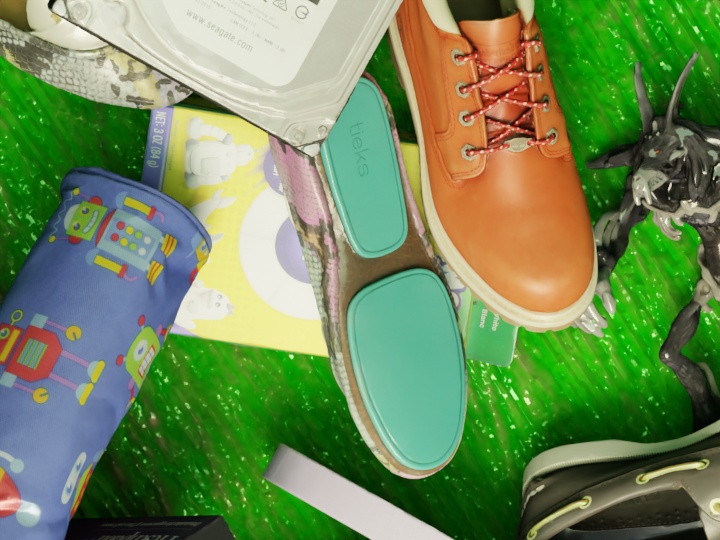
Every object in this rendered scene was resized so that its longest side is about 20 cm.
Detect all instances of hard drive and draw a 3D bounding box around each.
[{"bbox_3d":[-0.033,-0.170,1.189,0.140,0.038,0.200,29,91,-14],"label":"hard drive"}]

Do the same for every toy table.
[{"bbox_3d":[0.021,0.184,1.309,0.200,0.184,0.117,27,85,18],"label":"toy table"}]

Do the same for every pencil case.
[{"bbox_3d":[-0.141,0.053,1.243,0.078,0.087,0.200,16,71,24],"label":"pencil case"}]

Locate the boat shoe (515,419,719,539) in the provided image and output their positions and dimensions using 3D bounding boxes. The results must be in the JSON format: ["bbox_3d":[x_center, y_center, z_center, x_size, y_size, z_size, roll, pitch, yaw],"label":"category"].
[{"bbox_3d":[0.170,0.113,1.286,0.201,0.061,0.072,-14,128,25],"label":"boat shoe"}]

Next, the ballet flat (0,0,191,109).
[{"bbox_3d":[-0.165,-0.142,1.267,0.200,0.072,0.072,29,100,3],"label":"ballet flat"}]

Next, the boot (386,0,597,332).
[{"bbox_3d":[0.062,-0.072,1.245,0.075,0.107,0.200,-18,77,-11],"label":"boot"}]

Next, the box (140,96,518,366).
[{"bbox_3d":[-0.013,-0.015,1.324,0.199,0.048,0.118,8,101,-4],"label":"box"}]

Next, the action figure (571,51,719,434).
[{"bbox_3d":[0.165,0.000,1.297,0.119,0.102,0.200,-10,109,35],"label":"action figure"}]

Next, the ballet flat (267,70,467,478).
[{"bbox_3d":[0.000,0.000,1.270,0.069,0.071,0.201,-18,96,-28],"label":"ballet flat"}]

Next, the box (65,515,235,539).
[{"bbox_3d":[-0.148,0.182,1.262,0.141,0.200,0.079,-35,103,-30],"label":"box"}]
